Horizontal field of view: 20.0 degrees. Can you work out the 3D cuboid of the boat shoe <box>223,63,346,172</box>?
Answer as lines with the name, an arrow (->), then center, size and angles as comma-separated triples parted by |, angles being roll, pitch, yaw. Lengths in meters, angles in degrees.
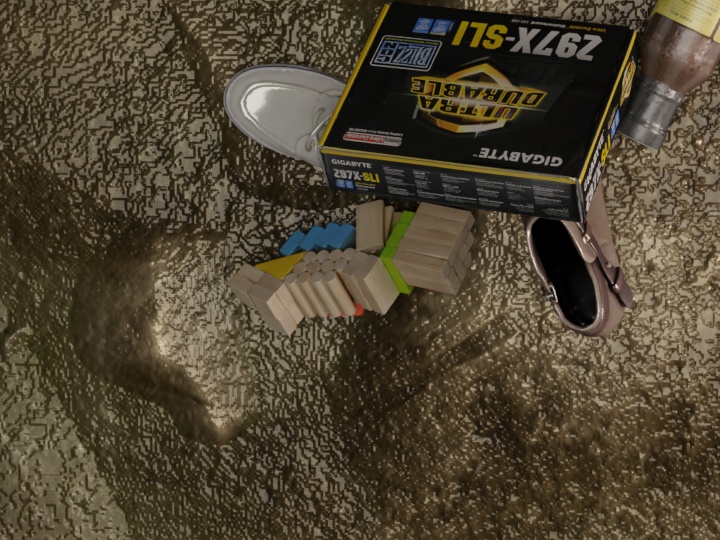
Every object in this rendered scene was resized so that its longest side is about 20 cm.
boat shoe -> -0.014, -0.104, 1.566 | 0.199, 0.070, 0.071 | 24, 100, 3

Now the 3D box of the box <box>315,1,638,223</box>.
box -> 0.088, -0.118, 1.491 | 0.198, 0.160, 0.050 | 9, 140, 21

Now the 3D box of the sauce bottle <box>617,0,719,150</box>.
sauce bottle -> 0.248, -0.188, 1.524 | 0.064, 0.065, 0.201 | 27, 99, 3

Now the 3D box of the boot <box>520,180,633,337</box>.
boot -> 0.143, -0.047, 1.515 | 0.070, 0.146, 0.201 | -28, 93, 16

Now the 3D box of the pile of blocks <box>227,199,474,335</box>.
pile of blocks -> 0.000, 0.000, 1.593 | 0.198, 0.083, 0.062 | -10, 140, 17
